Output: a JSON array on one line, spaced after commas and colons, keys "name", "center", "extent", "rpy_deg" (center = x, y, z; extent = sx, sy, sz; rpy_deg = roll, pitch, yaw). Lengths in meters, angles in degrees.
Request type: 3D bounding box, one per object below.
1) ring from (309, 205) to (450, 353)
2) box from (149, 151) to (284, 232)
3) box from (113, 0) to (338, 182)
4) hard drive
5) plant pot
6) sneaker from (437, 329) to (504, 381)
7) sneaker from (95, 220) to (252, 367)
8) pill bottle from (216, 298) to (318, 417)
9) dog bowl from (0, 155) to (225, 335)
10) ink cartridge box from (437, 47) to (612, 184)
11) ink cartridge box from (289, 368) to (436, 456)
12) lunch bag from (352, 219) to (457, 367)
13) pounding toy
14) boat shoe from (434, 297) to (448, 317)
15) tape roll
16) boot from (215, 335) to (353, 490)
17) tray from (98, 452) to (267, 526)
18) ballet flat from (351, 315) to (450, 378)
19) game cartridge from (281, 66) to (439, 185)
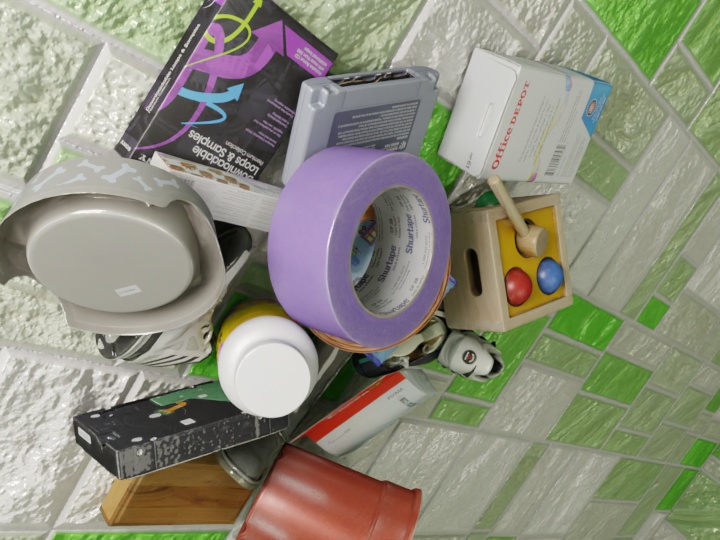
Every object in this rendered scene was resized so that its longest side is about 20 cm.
[{"name": "ring", "center": [0.013, 0.001, 0.923], "extent": [0.199, 0.019, 0.202], "rpy_deg": [-6, 109, -17]}, {"name": "box", "center": [-0.121, -0.070, 0.777], "extent": [0.199, 0.039, 0.042], "rpy_deg": [11, 116, -46]}, {"name": "box", "center": [-0.126, -0.165, 0.755], "extent": [0.143, 0.036, 0.200], "rpy_deg": [25, 103, -49]}, {"name": "hard drive", "center": [-0.197, 0.169, 0.861], "extent": [0.199, 0.139, 0.038], "rpy_deg": [-12, 103, -37]}, {"name": "plant pot", "center": [-0.049, 0.338, 1.023], "extent": [0.202, 0.194, 0.201], "rpy_deg": [-63, 179, -2]}, {"name": "sneaker", "center": [0.172, 0.134, 1.163], "extent": [0.074, 0.088, 0.200], "rpy_deg": [-65, 167, 5]}, {"name": "sneaker", "center": [-0.177, 0.030, 0.832], "extent": [0.200, 0.076, 0.115], "rpy_deg": [-40, 150, 9]}, {"name": "pill bottle", "center": [-0.102, 0.094, 0.833], "extent": [0.104, 0.200, 0.105], "rpy_deg": [-1, 96, -11]}, {"name": "dog bowl", "center": [-0.220, -0.020, 0.697], "extent": [0.199, 0.059, 0.201], "rpy_deg": [-3, 142, -2]}, {"name": "ink cartridge box", "center": [0.212, -0.194, 1.000], "extent": [0.199, 0.085, 0.145], "rpy_deg": [-4, 121, -42]}, {"name": "ink cartridge box", "center": [0.010, 0.197, 1.055], "extent": [0.160, 0.047, 0.200], "rpy_deg": [-36, 166, 11]}, {"name": "lunch bag", "center": [0.000, 0.000, 0.964], "extent": [0.151, 0.094, 0.200], "rpy_deg": [-47, 130, 0]}, {"name": "pounding toy", "center": [0.194, -0.032, 1.026], "extent": [0.183, 0.142, 0.201], "rpy_deg": [-15, 100, -39]}, {"name": "boat shoe", "center": [0.135, 0.034, 1.115], "extent": [0.199, 0.072, 0.060], "rpy_deg": [10, 105, -49]}, {"name": "tape roll", "center": [0.004, -0.026, 0.808], "extent": [0.199, 0.085, 0.201], "rpy_deg": [-16, 112, -45]}, {"name": "boot", "center": [-0.085, 0.165, 0.972], "extent": [0.200, 0.073, 0.182], "rpy_deg": [-46, -177, 5]}, {"name": "tray", "center": [-0.222, 0.280, 1.001], "extent": [0.200, 0.037, 0.099], "rpy_deg": [20, 105, -47]}, {"name": "ballet flat", "center": [0.076, 0.101, 1.088], "extent": [0.199, 0.073, 0.073], "rpy_deg": [-17, 130, -41]}, {"name": "game cartridge", "center": [0.001, -0.151, 0.854], "extent": [0.199, 0.041, 0.134], "rpy_deg": [-19, 134, -42]}]
